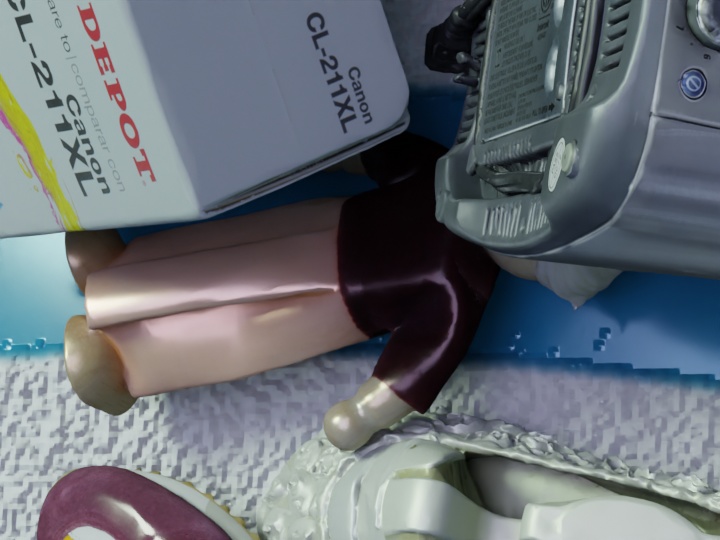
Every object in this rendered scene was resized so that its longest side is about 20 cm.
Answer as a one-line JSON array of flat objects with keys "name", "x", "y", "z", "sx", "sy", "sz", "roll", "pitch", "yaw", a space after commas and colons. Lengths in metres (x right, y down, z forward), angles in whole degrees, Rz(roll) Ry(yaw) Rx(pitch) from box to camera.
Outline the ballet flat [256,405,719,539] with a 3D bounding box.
[{"name": "ballet flat", "x": 0.051, "y": 0.079, "z": 0.827, "sx": 0.199, "sy": 0.072, "sz": 0.072, "roll": 5, "pitch": 83, "yaw": 24}]

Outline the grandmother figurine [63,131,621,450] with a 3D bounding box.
[{"name": "grandmother figurine", "x": 0.000, "y": 0.000, "z": 0.862, "sx": 0.199, "sy": 0.061, "sz": 0.122, "roll": -15, "pitch": 68, "yaw": 19}]

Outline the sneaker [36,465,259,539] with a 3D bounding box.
[{"name": "sneaker", "x": -0.055, "y": 0.145, "z": 0.836, "sx": 0.200, "sy": 0.090, "sz": 0.075, "roll": 48, "pitch": 128, "yaw": 22}]

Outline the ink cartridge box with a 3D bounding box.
[{"name": "ink cartridge box", "x": -0.090, "y": -0.091, "z": 0.827, "sx": 0.200, "sy": 0.083, "sz": 0.146, "roll": -4, "pitch": 108, "yaw": 57}]

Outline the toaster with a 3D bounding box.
[{"name": "toaster", "x": 0.101, "y": -0.052, "z": 0.732, "sx": 0.129, "sy": 0.200, "sz": 0.114, "roll": 10, "pitch": 84, "yaw": -12}]
